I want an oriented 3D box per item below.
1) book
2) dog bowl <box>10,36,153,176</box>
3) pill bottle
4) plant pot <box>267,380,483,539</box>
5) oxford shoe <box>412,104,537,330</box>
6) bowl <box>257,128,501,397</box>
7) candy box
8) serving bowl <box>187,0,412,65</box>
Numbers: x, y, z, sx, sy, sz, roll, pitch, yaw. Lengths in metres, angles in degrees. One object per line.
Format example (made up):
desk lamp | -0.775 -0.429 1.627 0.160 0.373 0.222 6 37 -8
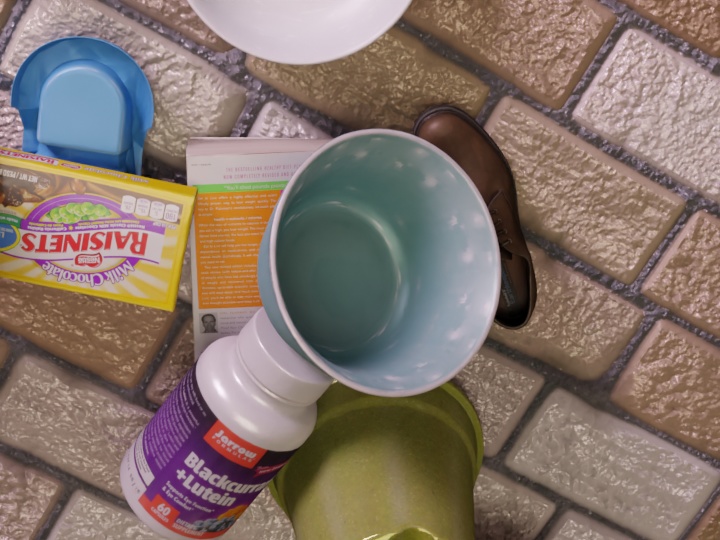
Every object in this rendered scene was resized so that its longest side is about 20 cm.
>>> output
book | -0.076 -0.009 1.156 0.132 0.048 0.202 0 114 -4
dog bowl | -0.225 -0.093 1.111 0.110 0.050 0.202 8 110 -6
pill bottle | -0.105 0.126 1.139 0.111 0.112 0.200 31 119 -14
plant pot | 0.020 0.209 1.157 0.198 0.185 0.202 -3 120 -4
oxford shoe | 0.101 -0.042 1.131 0.072 0.085 0.201 -25 109 9
bowl | 0.000 0.000 1.072 0.199 0.105 0.203 5 80 -28
candy box | -0.235 -0.035 1.093 0.198 0.026 0.103 11 113 -7
serving bowl | -0.046 -0.261 1.045 0.198 0.066 0.202 -1 111 -2
